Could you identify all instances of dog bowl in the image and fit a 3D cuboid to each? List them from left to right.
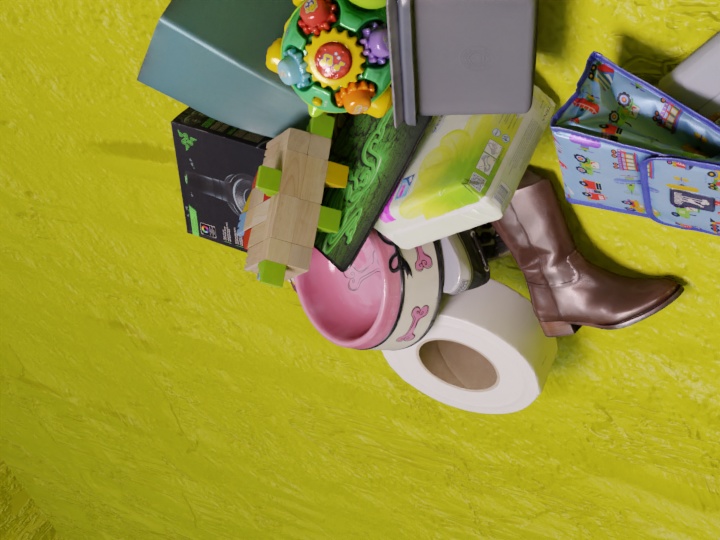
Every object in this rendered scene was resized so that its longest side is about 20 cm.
[{"bbox_3d":[0.000,0.000,1.775,0.200,0.074,0.200,17,112,46],"label":"dog bowl"}]

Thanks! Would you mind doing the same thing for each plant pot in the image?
[{"bbox_3d":[-0.120,-0.245,1.750,0.200,0.141,0.141,30,152,-4],"label":"plant pot"}]

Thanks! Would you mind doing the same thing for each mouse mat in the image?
[{"bbox_3d":[-0.001,-0.110,1.709,0.008,0.200,0.161,22,-169,-32],"label":"mouse mat"}]

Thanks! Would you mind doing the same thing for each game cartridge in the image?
[{"bbox_3d":[0.377,-0.132,1.411,0.200,0.042,0.133,43,155,-2],"label":"game cartridge"}]

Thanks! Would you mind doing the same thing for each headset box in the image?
[{"bbox_3d":[-0.132,-0.115,1.936,0.200,0.093,0.174,19,133,26],"label":"headset box"}]

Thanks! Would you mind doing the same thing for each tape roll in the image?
[{"bbox_3d":[0.127,0.086,1.849,0.202,0.071,0.202,18,147,12],"label":"tape roll"}]

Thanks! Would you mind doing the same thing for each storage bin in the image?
[{"bbox_3d":[0.102,-0.240,1.493,0.134,0.146,0.200,5,142,6],"label":"storage bin"}]

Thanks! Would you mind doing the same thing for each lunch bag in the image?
[{"bbox_3d":[0.293,-0.101,1.469,0.200,0.094,0.151,24,162,24],"label":"lunch bag"}]

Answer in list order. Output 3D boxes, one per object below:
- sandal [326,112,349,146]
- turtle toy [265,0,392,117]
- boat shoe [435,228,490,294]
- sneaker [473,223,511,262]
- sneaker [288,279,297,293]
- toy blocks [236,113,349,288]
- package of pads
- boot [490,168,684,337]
[{"bbox_3d":[-0.019,-0.109,1.863,0.054,0.080,0.200,1,129,24],"label":"sandal"},{"bbox_3d":[-0.014,-0.247,1.616,0.146,0.101,0.200,23,111,-1],"label":"turtle toy"},{"bbox_3d":[0.089,-0.065,1.766,0.069,0.057,0.200,-38,65,47],"label":"boat shoe"},{"bbox_3d":[0.124,-0.029,1.843,0.089,0.077,0.200,18,162,-40],"label":"sneaker"},{"bbox_3d":[-0.084,-0.014,2.079,0.200,0.075,0.090,43,146,-1],"label":"sneaker"},{"bbox_3d":[-0.091,-0.067,1.738,0.100,0.200,0.137,15,165,-20],"label":"toy blocks"},{"bbox_3d":[0.106,-0.114,1.636,0.068,0.155,0.200,36,156,-20],"label":"package of pads"},{"bbox_3d":[0.234,-0.032,1.696,0.186,0.064,0.200,-16,106,34],"label":"boot"}]
